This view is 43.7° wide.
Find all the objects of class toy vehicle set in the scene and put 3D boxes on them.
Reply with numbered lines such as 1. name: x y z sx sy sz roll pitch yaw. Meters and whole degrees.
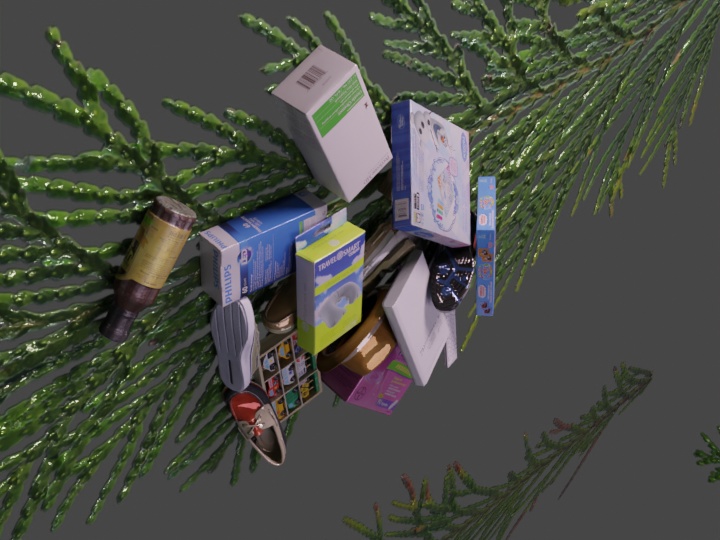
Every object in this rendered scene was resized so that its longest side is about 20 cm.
1. toy vehicle set: -0.128 0.178 1.575 0.124 0.026 0.202 -35 142 -27

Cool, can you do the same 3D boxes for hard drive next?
1. hard drive: 0.100 0.084 1.551 0.133 0.026 0.202 -59 142 -36

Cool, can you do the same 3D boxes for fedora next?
1. fedora: 0.009 0.115 1.550 0.082 0.200 0.201 43 82 -12

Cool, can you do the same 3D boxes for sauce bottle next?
1. sauce bottle: -0.287 0.001 1.190 0.064 0.064 0.202 17 105 -55

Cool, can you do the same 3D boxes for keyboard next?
1. keyboard: 0.167 0.077 1.681 0.056 0.010 0.204 -27 117 -57

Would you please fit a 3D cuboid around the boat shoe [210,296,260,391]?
1. boat shoe: -0.192 0.101 1.409 0.062 0.071 0.202 -55 159 -46

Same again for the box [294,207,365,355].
1. box: -0.047 0.018 1.399 0.121 0.047 0.203 -34 138 -40

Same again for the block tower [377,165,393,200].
1. block tower: 0.107 -0.117 1.581 0.058 0.054 0.199 -56 146 5

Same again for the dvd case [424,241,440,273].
1. dvd case: 0.150 0.016 1.679 0.202 0.024 0.152 -62 143 -37

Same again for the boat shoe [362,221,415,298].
1. boat shoe: 0.000 0.000 1.537 0.199 0.069 0.075 -41 166 -5

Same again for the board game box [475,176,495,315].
1. board game box: 0.228 -0.043 1.631 0.153 0.036 0.202 -80 167 -48

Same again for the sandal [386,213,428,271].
1. sandal: 0.085 -0.032 1.640 0.083 0.049 0.204 -52 137 -29

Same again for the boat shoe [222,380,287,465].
1. boat shoe: -0.177 0.261 1.534 0.070 0.063 0.201 -21 135 1

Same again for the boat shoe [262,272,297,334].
1. boat shoe: -0.087 0.014 1.441 0.200 0.071 0.077 -49 161 -26

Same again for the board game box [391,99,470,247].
1. board game box: 0.118 -0.154 1.480 0.198 0.043 0.204 14 74 -54

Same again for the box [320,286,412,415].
1. box: 0.040 0.155 1.700 0.202 0.096 0.175 -56 146 3

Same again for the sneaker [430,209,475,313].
1. sneaker: 0.169 -0.011 1.581 0.077 0.074 0.203 80 23 -59

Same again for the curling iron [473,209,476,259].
1. curling iron: 0.209 -0.039 1.727 0.050 0.025 0.202 74 31 -53

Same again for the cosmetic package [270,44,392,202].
1. cosmetic package: -0.037 -0.208 1.296 0.108 0.084 0.201 -47 145 -12

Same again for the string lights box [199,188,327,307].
1. string lights box: -0.142 -0.036 1.340 0.198 0.059 0.104 -26 137 -35
